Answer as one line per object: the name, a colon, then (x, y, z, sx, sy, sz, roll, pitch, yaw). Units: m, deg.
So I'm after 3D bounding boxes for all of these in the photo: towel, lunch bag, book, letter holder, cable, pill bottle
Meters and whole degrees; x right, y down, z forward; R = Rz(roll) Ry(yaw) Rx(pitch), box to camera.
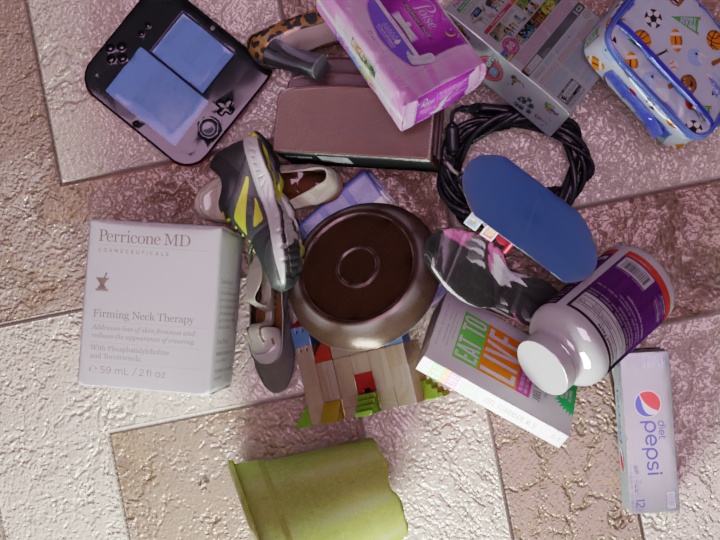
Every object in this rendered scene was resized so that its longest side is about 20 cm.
towel: (0.016, -0.013, 1.534, 0.147, 0.024, 0.200, -39, 86, 5)
lunch bag: (0.377, -0.252, 1.451, 0.200, 0.075, 0.161, 43, 67, -11)
book: (0.172, 0.123, 1.462, 0.199, 0.134, 0.048, 29, 127, -3)
letter holder: (0.002, -0.205, 1.487, 0.198, 0.101, 0.143, 5, 88, 11)
cable: (0.199, -0.128, 1.510, 0.198, 0.051, 0.165, 8, 90, 3)
pill bottle: (0.283, 0.063, 1.435, 0.200, 0.112, 0.113, -36, 87, -28)

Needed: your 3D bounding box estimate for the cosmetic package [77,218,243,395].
cosmetic package: (-0.245, 0.044, 1.477, 0.166, 0.166, 0.202, 4, 89, 4)

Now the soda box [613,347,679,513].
soda box: (0.358, 0.199, 1.488, 0.063, 0.068, 0.202, -4, 89, 3)

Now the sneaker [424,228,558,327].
sneaker: (0.148, 0.016, 1.464, 0.199, 0.086, 0.081, 34, 78, -27)

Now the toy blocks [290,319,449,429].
toy blocks: (-0.001, 0.111, 1.491, 0.199, 0.100, 0.138, -15, 86, 25)

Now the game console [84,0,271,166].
game console: (-0.242, -0.253, 1.547, 0.200, 0.031, 0.177, 39, 92, 2)

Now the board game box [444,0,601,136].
board game box: (0.209, -0.289, 1.476, 0.200, 0.064, 0.148, 40, 63, 2)

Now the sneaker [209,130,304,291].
sneaker: (-0.129, -0.067, 1.469, 0.084, 0.074, 0.202, -17, 81, 18)

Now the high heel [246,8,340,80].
high heel: (-0.051, -0.329, 1.528, 0.142, 0.072, 0.200, 23, 60, 36)

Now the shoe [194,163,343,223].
shoe: (-0.123, -0.105, 1.521, 0.198, 0.053, 0.071, -10, 86, 10)

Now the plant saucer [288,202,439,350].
plant saucer: (0.000, 0.000, 1.467, 0.199, 0.032, 0.202, -8, 64, 16)

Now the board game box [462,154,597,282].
board game box: (0.197, -0.055, 1.440, 0.199, 0.158, 0.039, 36, 127, -5)

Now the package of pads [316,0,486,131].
package of pads: (0.047, -0.278, 1.410, 0.120, 0.076, 0.201, -30, 72, -14)

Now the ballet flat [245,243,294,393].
ballet flat: (-0.124, 0.057, 1.517, 0.067, 0.064, 0.202, -1, 88, 31)

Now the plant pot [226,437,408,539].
plant pot: (-0.046, 0.299, 1.464, 0.183, 0.200, 0.202, -19, 88, -8)
